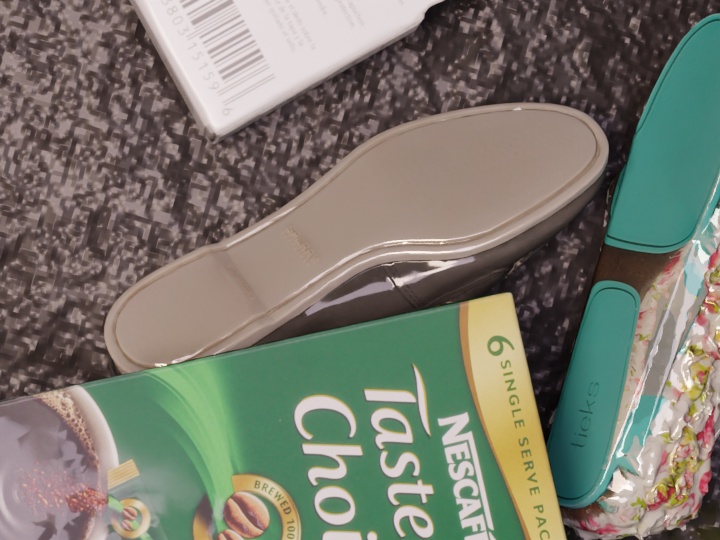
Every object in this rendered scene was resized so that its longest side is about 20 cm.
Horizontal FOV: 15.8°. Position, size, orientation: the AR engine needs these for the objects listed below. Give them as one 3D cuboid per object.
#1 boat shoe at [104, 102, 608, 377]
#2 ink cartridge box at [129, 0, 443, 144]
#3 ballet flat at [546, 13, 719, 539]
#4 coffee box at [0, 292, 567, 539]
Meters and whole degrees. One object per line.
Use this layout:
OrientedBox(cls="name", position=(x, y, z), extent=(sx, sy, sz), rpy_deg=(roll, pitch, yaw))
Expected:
OrientedBox(cls="boat shoe", position=(0.000, 0.000, 0.950), extent=(0.199, 0.057, 0.067), rpy_deg=(-25, 55, -8))
OrientedBox(cls="ink cartridge box", position=(-0.028, -0.176, 0.950), extent=(0.173, 0.044, 0.201), rpy_deg=(-29, 91, -5))
OrientedBox(cls="ballet flat", position=(0.121, 0.005, 0.954), extent=(0.064, 0.076, 0.201), rpy_deg=(18, 92, -34))
OrientedBox(cls="coffee box", position=(-0.031, 0.085, 0.881), extent=(0.199, 0.044, 0.124), rpy_deg=(-10, 86, -16))
